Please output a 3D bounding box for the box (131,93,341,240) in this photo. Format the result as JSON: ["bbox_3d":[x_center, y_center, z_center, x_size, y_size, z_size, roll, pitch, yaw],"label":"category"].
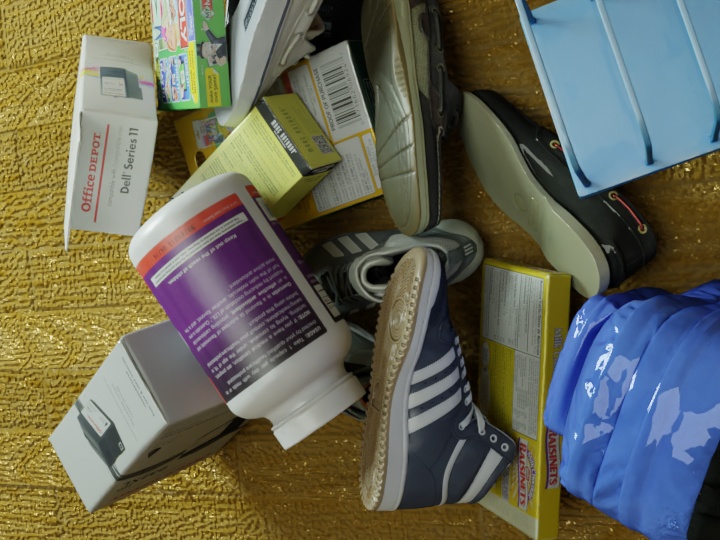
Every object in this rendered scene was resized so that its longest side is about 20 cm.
[{"bbox_3d":[-0.108,-0.057,0.993,0.200,0.050,0.076,-43,77,31],"label":"box"}]

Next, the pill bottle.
[{"bbox_3d":[-0.083,0.033,0.908,0.112,0.112,0.201,-36,86,29],"label":"pill bottle"}]

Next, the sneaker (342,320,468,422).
[{"bbox_3d":[-0.009,0.087,0.994,0.199,0.079,0.075,9,103,32],"label":"sneaker"}]

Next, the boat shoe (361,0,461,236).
[{"bbox_3d":[0.048,-0.129,0.917,0.072,0.065,0.203,153,111,-64],"label":"boat shoe"}]

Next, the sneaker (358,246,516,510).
[{"bbox_3d":[0.066,0.085,0.890,0.070,0.107,0.202,-141,59,-70],"label":"sneaker"}]

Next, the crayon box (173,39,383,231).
[{"bbox_3d":[-0.058,-0.103,1.011,0.199,0.051,0.127,-17,90,34],"label":"crayon box"}]

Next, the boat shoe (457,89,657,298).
[{"bbox_3d":[0.143,-0.068,0.898,0.202,0.063,0.074,53,159,29],"label":"boat shoe"}]

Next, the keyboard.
[{"bbox_3d":[-0.033,-0.236,1.009,0.198,0.021,0.128,15,108,28],"label":"keyboard"}]

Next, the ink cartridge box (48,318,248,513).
[{"bbox_3d":[-0.163,0.115,1.019,0.084,0.144,0.200,58,138,13],"label":"ink cartridge box"}]

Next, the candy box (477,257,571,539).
[{"bbox_3d":[0.123,0.096,0.915,0.102,0.026,0.202,-162,72,-64],"label":"candy box"}]

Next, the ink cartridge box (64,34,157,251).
[{"bbox_3d":[-0.218,-0.110,1.029,0.201,0.067,0.118,-106,27,-54],"label":"ink cartridge box"}]

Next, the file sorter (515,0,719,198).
[{"bbox_3d":[0.214,-0.151,0.775,0.198,0.123,0.140,-19,84,13],"label":"file sorter"}]

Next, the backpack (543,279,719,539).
[{"bbox_3d":[0.208,0.093,0.791,0.167,0.199,0.164,19,106,28],"label":"backpack"}]

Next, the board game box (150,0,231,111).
[{"bbox_3d":[-0.146,-0.235,0.974,0.134,0.029,0.202,-166,71,-67],"label":"board game box"}]

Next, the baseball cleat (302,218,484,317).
[{"bbox_3d":[0.000,0.000,0.962,0.199,0.106,0.070,-19,90,33],"label":"baseball cleat"}]

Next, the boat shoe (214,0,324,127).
[{"bbox_3d":[-0.063,-0.188,0.929,0.201,0.069,0.071,118,144,-43],"label":"boat shoe"}]
